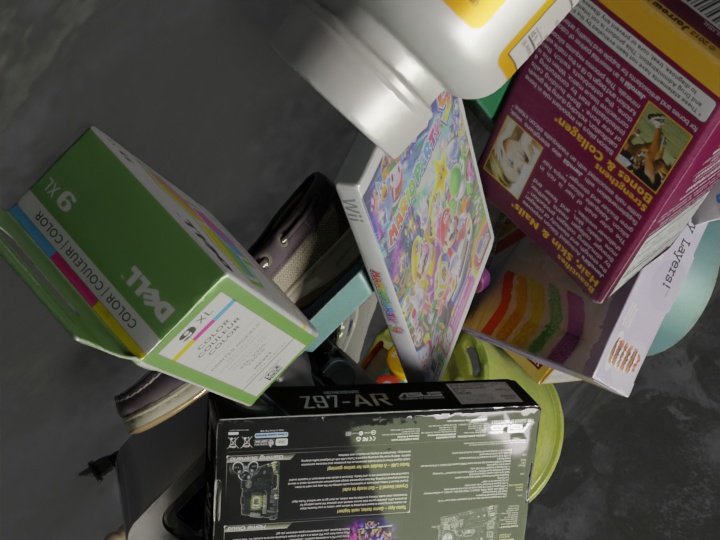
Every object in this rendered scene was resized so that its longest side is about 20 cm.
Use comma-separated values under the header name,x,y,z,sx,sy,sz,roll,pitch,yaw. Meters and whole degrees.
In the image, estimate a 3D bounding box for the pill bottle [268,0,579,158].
name,x,y,z,sx,sy,sz,roll,pitch,yaw
pill bottle,0.053,-0.154,0.508,0.200,0.113,0.113,-48,160,7

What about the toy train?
name,x,y,z,sx,sy,sz,roll,pitch,yaw
toy train,0.032,0.042,0.848,0.150,0.055,0.201,-9,129,-61

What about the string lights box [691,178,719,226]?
name,x,y,z,sx,sy,sz,roll,pitch,yaw
string lights box,0.246,-0.140,0.737,0.058,0.202,0.103,-20,-179,-25

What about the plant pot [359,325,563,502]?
name,x,y,z,sx,sy,sz,roll,pitch,yaw
plant pot,0.085,0.131,1.065,0.200,0.200,0.184,-44,149,-2

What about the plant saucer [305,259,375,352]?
name,x,y,z,sx,sy,sz,roll,pitch,yaw
plant saucer,0.000,0.000,0.730,0.070,0.019,0.200,-45,-177,19

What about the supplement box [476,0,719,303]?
name,x,y,z,sx,sy,sz,roll,pitch,yaw
supplement box,0.173,-0.100,0.697,0.103,0.131,0.201,-30,156,-36

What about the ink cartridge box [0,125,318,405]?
name,x,y,z,sx,sy,sz,roll,pitch,yaw
ink cartridge box,-0.098,-0.002,0.519,0.059,0.104,0.200,-45,160,1

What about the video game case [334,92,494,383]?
name,x,y,z,sx,sy,sz,roll,pitch,yaw
video game case,0.041,-0.034,0.674,0.201,0.018,0.144,69,37,-47

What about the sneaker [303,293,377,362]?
name,x,y,z,sx,sy,sz,roll,pitch,yaw
sneaker,-0.035,0.085,0.858,0.082,0.075,0.201,-18,146,-49

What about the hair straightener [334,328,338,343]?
name,x,y,z,sx,sy,sz,roll,pitch,yaw
hair straightener,-0.073,0.083,0.801,0.201,0.076,0.041,-59,-160,14

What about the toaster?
name,x,y,z,sx,sy,sz,roll,pitch,yaw
toaster,-0.057,0.146,0.735,0.200,0.181,0.119,-45,-158,4

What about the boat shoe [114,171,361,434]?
name,x,y,z,sx,sy,sz,roll,pitch,yaw
boat shoe,-0.076,0.016,0.658,0.200,0.065,0.072,-41,-171,-20

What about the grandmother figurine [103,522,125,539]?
name,x,y,z,sx,sy,sz,roll,pitch,yaw
grandmother figurine,-0.162,0.217,0.898,0.200,0.061,0.121,-46,169,10

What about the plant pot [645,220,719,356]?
name,x,y,z,sx,sy,sz,roll,pitch,yaw
plant pot,0.226,-0.024,1.048,0.133,0.201,0.201,9,131,-27

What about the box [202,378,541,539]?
name,x,y,z,sx,sy,sz,roll,pitch,yaw
box,0.004,0.151,0.664,0.198,0.044,0.162,-1,108,-15

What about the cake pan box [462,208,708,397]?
name,x,y,z,sx,sy,sz,roll,pitch,yaw
cake pan box,0.177,-0.019,0.866,0.052,0.184,0.202,28,87,-36

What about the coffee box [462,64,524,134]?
name,x,y,z,sx,sy,sz,roll,pitch,yaw
coffee box,0.127,-0.151,0.765,0.123,0.044,0.200,-49,161,8

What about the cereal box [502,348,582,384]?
name,x,y,z,sx,sy,sz,roll,pitch,yaw
cereal box,0.165,0.052,1.097,0.040,0.144,0.200,-50,161,12
